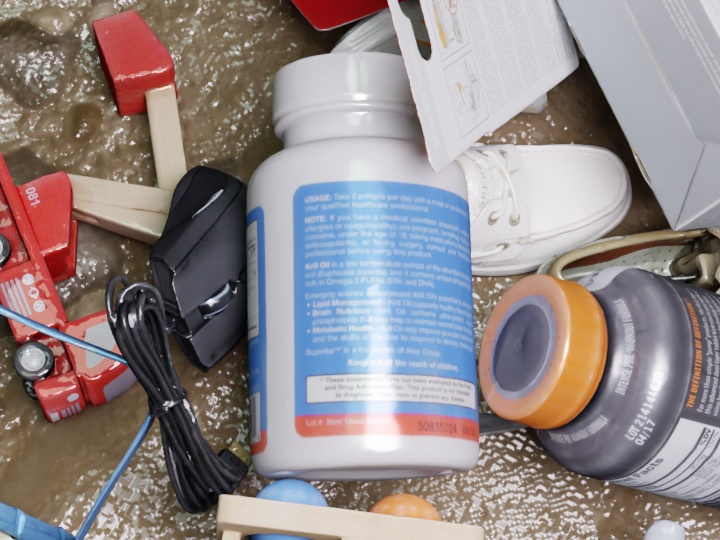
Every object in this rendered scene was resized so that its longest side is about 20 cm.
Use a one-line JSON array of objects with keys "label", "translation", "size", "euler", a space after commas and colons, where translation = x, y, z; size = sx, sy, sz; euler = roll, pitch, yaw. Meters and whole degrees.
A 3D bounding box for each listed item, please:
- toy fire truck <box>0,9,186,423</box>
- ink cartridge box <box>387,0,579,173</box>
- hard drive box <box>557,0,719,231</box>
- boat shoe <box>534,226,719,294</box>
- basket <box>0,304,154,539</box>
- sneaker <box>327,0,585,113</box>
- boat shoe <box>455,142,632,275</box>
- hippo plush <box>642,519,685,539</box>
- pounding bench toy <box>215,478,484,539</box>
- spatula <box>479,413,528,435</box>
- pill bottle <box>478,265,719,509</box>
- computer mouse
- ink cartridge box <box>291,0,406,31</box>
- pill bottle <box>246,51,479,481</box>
[{"label": "toy fire truck", "translation": [-0.144, -0.031, 0.877], "size": [0.141, 0.049, 0.200], "euler": [-22, 74, -12]}, {"label": "ink cartridge box", "translation": [0.038, -0.149, 0.783], "size": [0.200, 0.057, 0.163], "euler": [-36, 115, -52]}, {"label": "hard drive box", "translation": [0.219, -0.110, 0.865], "size": [0.200, 0.077, 0.156], "euler": [-5, 65, -43]}, {"label": "boat shoe", "translation": [0.194, 0.003, 0.876], "size": [0.200, 0.076, 0.072], "euler": [-11, 70, -10]}, {"label": "basket", "translation": [-0.214, 0.103, 0.769], "size": [0.176, 0.139, 0.200], "euler": [27, 91, 4]}, {"label": "sneaker", "translation": [0.056, -0.116, 0.912], "size": [0.200, 0.076, 0.092], "euler": [-34, 82, -13]}, {"label": "boat shoe", "translation": [0.059, -0.036, 0.883], "size": [0.200, 0.069, 0.071], "euler": [-12, 72, -8]}, {"label": "hippo plush", "translation": [0.145, 0.204, 0.743], "size": [0.159, 0.200, 0.161], "euler": [-33, 40, -28]}, {"label": "pounding bench toy", "translation": [0.023, 0.191, 0.772], "size": [0.200, 0.124, 0.156], "euler": [7, 70, -2]}, {"label": "spatula", "translation": [0.060, 0.082, 0.867], "size": [0.200, 0.021, 0.057], "euler": [0, 58, -2]}, {"label": "pill bottle", "translation": [0.157, 0.059, 0.798], "size": [0.200, 0.106, 0.106], "euler": [17, 67, -29]}, {"label": "computer mouse", "translation": [-0.066, 0.031, 0.818], "size": [0.046, 0.200, 0.141], "euler": [-11, 111, 13]}, {"label": "ink cartridge box", "translation": [0.021, -0.243, 0.911], "size": [0.200, 0.084, 0.176], "euler": [-25, 48, -13]}, {"label": "pill bottle", "translation": [0.000, 0.000, 0.787], "size": [0.112, 0.112, 0.200], "euler": [0, 79, -4]}]
